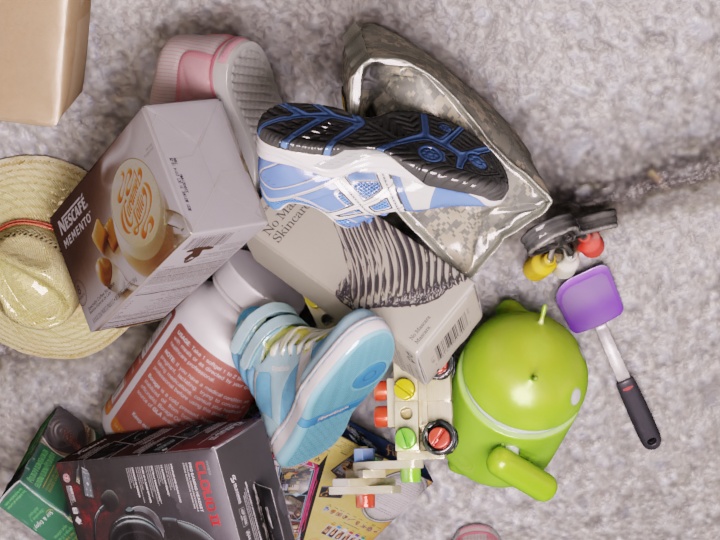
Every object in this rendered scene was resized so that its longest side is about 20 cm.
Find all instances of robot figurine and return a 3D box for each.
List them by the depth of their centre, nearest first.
[{"bbox_3d":[0.133,0.115,1.416,0.114,0.177,0.201,12,144,-4],"label":"robot figurine"}]

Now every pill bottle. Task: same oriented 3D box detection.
[{"bbox_3d":[-0.138,0.084,1.433,0.112,0.112,0.201,33,108,-11],"label":"pill bottle"}]

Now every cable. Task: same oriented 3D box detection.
[{"bbox_3d":[0.182,-0.023,1.358,0.096,0.200,0.051,-23,87,4],"label":"cable"}]

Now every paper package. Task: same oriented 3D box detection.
[{"bbox_3d":[-0.319,-0.237,1.319,0.188,0.104,0.202,8,111,-1],"label":"paper package"}]

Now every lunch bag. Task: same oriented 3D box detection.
[{"bbox_3d":[0.052,-0.112,1.329,0.117,0.164,0.200,-41,105,11],"label":"lunch bag"}]

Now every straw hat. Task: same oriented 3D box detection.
[{"bbox_3d":[-0.289,0.005,1.418,0.198,0.085,0.204,0,111,1],"label":"straw hat"}]

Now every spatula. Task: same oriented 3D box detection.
[{"bbox_3d":[0.237,0.086,1.479,0.056,0.021,0.202,-23,109,7],"label":"spatula"}]

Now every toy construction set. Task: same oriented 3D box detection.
[{"bbox_3d":[0.018,0.109,1.369,0.129,0.092,0.203,-2,97,7],"label":"toy construction set"}]

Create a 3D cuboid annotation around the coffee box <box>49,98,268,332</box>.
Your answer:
[{"bbox_3d":[-0.171,-0.042,1.323,0.200,0.079,0.116,-37,69,49],"label":"coffee box"}]

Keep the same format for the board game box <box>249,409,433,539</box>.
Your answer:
[{"bbox_3d":[-0.045,0.196,1.468,0.136,0.035,0.199,-45,132,15],"label":"board game box"}]

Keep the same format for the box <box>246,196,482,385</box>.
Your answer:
[{"bbox_3d":[0.000,0.000,1.314,0.199,0.069,0.082,34,75,23],"label":"box"}]

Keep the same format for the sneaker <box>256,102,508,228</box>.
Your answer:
[{"bbox_3d":[0.015,-0.075,1.225,0.197,0.076,0.078,10,128,-4],"label":"sneaker"}]

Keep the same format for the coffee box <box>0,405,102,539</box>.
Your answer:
[{"bbox_3d":[-0.228,0.226,1.481,0.199,0.123,0.044,39,119,-12],"label":"coffee box"}]

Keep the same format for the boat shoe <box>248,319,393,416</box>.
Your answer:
[{"bbox_3d":[-0.024,0.082,1.445,0.066,0.074,0.200,29,110,-31],"label":"boat shoe"}]

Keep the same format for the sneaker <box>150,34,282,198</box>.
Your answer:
[{"bbox_3d":[-0.117,-0.120,1.376,0.104,0.076,0.202,15,139,31],"label":"sneaker"}]

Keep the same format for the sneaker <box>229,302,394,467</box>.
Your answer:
[{"bbox_3d":[-0.050,0.062,1.299,0.079,0.131,0.201,-15,153,-35],"label":"sneaker"}]

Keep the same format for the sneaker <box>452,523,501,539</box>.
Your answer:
[{"bbox_3d":[0.123,0.356,1.539,0.074,0.105,0.203,-9,112,2],"label":"sneaker"}]

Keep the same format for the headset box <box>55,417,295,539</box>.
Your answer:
[{"bbox_3d":[-0.144,0.211,1.341,0.198,0.077,0.151,-8,101,34],"label":"headset box"}]
